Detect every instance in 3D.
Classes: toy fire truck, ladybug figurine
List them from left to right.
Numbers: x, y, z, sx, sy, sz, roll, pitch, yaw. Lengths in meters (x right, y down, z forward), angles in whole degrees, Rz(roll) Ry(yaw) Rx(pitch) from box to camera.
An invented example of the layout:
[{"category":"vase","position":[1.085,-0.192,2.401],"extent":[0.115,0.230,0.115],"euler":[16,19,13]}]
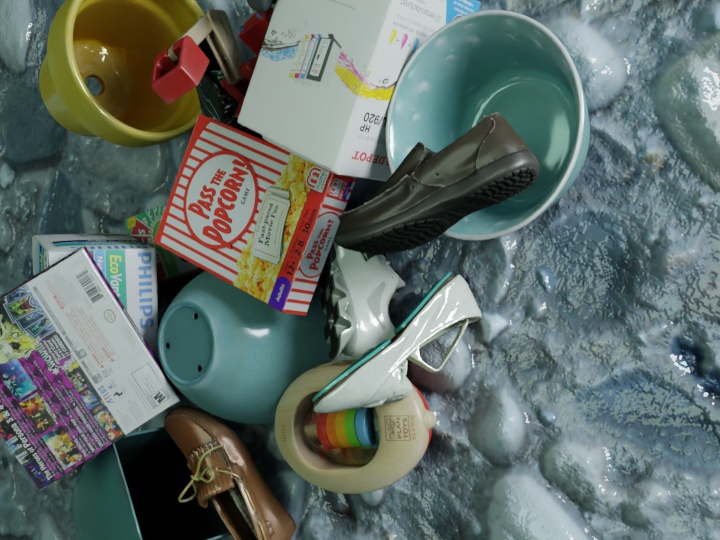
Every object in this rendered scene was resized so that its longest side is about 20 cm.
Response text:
[{"category":"toy fire truck","position":[-0.136,-0.228,0.978],"extent":[0.048,0.141,0.202],"euler":[-22,41,35]},{"category":"ladybug figurine","position":[-0.001,0.162,0.963],"extent":[0.198,0.072,0.138],"euler":[-6,86,36]}]

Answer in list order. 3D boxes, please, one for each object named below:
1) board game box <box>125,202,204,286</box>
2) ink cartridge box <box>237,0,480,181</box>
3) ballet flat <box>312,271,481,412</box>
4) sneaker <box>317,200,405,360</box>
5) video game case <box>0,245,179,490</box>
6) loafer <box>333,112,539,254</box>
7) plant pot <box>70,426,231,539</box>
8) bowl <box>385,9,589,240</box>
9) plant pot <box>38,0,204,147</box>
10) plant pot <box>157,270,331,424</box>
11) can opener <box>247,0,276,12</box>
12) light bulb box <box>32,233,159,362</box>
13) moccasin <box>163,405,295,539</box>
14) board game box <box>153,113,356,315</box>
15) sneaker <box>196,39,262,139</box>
[{"category":"board game box","position":[-0.221,-0.043,1.157],"extent":[0.198,0.030,0.097],"euler":[-16,80,33]},{"category":"ink cartridge box","position":[-0.002,-0.208,0.924],"extent":[0.144,0.146,0.202],"euler":[29,106,32]},{"category":"ballet flat","position":[0.043,0.084,0.887],"extent":[0.200,0.070,0.069],"euler":[-41,59,-17]},{"category":"sneaker","position":[0.000,0.000,0.973],"extent":[0.074,0.087,0.203],"euler":[122,144,-59]},{"category":"video game case","position":[-0.323,0.105,0.989],"extent":[0.180,0.036,0.201],"euler":[-32,103,-8]},{"category":"loafer","position":[0.060,-0.074,0.802],"extent":[0.198,0.073,0.072],"euler":[-24,71,25]},{"category":"plant pot","position":[-0.264,0.290,1.116],"extent":[0.199,0.140,0.143],"euler":[-36,69,41]},{"category":"bowl","position":[0.133,-0.128,0.850],"extent":[0.199,0.104,0.204],"euler":[0,89,36]},{"category":"plant pot","position":[-0.302,-0.247,1.130],"extent":[0.188,0.199,0.204],"euler":[-5,86,52]},{"category":"plant pot","position":[-0.149,0.080,1.034],"extent":[0.198,0.134,0.203],"euler":[-1,89,35]},{"category":"can opener","position":[-0.096,-0.303,0.968],"extent":[0.052,0.200,0.067],"euler":[26,99,1]},{"category":"light bulb box","position":[-0.325,0.061,1.112],"extent":[0.200,0.123,0.201],"euler":[-165,74,-65]},{"category":"moccasin","position":[-0.159,0.244,1.040],"extent":[0.073,0.078,0.203],"euler":[-33,90,38]},{"category":"board game box","position":[-0.116,-0.062,0.969],"extent":[0.198,0.046,0.153],"euler":[25,97,31]},{"category":"sneaker","position":[-0.154,-0.186,1.053],"extent":[0.079,0.075,0.202],"euler":[147,102,-76]}]
